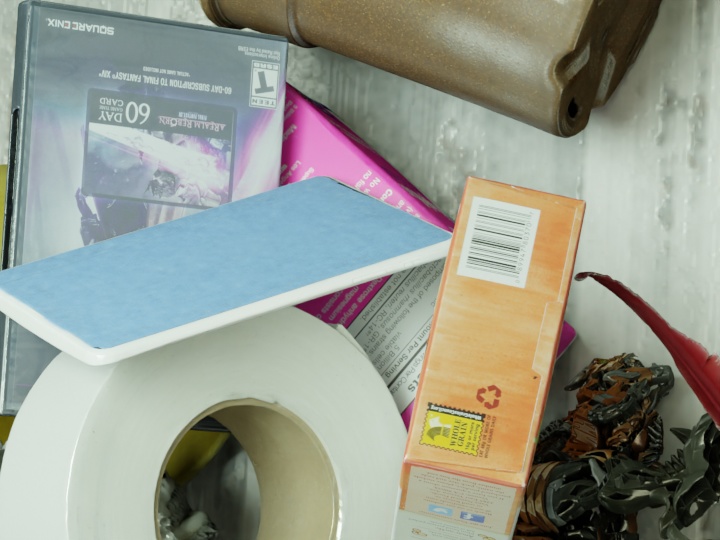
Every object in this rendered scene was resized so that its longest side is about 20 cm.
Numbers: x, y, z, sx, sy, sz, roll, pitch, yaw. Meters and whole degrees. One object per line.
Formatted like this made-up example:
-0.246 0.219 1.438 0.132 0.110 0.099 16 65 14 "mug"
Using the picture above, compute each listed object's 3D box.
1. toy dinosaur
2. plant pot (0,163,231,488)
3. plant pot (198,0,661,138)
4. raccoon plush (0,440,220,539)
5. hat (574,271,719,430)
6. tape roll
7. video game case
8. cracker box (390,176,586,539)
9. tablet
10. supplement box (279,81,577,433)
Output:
0.120 0.121 1.406 0.135 0.102 0.201 3 62 29 "toy dinosaur"
-0.174 0.026 1.525 0.200 0.200 0.142 -36 47 11 "plant pot"
0.051 -0.176 1.466 0.198 0.200 0.201 26 91 16 "plant pot"
-0.164 0.171 1.477 0.097 0.134 0.201 31 96 50 "raccoon plush"
0.177 0.076 1.347 0.175 0.166 0.201 9 113 4 "hat"
-0.070 0.113 1.375 0.071 0.202 0.204 -6 76 55 "tape roll"
-0.107 -0.024 1.418 0.019 0.142 0.201 -7 78 61 "video game case"
0.053 0.061 1.297 0.057 0.200 0.135 12 68 3 "cracker box"
-0.066 -0.001 1.359 0.130 0.199 0.014 26 128 53 "tablet"
0.000 0.000 1.495 0.200 0.101 0.103 44 95 21 "supplement box"
